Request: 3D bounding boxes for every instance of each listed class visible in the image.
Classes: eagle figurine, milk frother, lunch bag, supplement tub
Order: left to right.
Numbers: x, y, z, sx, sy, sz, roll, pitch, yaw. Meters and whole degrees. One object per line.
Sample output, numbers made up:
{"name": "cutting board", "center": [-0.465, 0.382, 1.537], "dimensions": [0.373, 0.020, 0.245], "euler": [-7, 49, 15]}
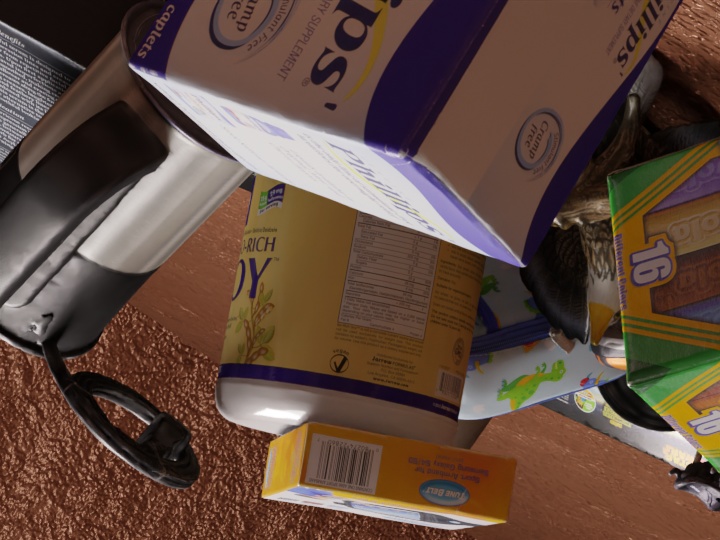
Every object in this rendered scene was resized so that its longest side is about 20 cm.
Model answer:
{"name": "milk frother", "center": [-0.117, -0.008, 1.497], "dimensions": [0.200, 0.188, 0.181], "euler": [39, -149, -13]}
{"name": "supplement tub", "center": [0.000, 0.000, 1.560], "dimensions": [0.145, 0.201, 0.145], "euler": [10, 172, 1]}
{"name": "lunch bag", "center": [0.077, 0.005, 1.702], "dimensions": [0.200, 0.160, 0.083], "euler": [-126, 29, -48]}
{"name": "eagle figurine", "center": [0.146, -0.028, 1.475], "dimensions": [0.152, 0.151, 0.200], "euler": [43, -175, 14]}

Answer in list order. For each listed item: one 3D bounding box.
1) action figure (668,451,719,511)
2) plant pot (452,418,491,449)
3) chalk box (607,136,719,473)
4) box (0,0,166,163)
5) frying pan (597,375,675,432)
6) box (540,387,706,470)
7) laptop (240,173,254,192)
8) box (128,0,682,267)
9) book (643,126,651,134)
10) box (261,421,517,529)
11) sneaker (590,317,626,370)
{"name": "action figure", "center": [0.229, 0.050, 1.716], "dimensions": [0.102, 0.201, 0.119], "euler": [-5, 157, -25]}
{"name": "plant pot", "center": [0.048, 0.050, 2.021], "dimensions": [0.199, 0.175, 0.200], "euler": [22, 175, 2]}
{"name": "chalk box", "center": [0.236, 0.001, 1.278], "dimensions": [0.199, 0.124, 0.124], "euler": [-18, 145, 26]}
{"name": "box", "center": [-0.160, -0.147, 1.652], "dimensions": [0.107, 0.149, 0.200], "euler": [29, 156, 12]}
{"name": "frying pan", "center": [0.183, 0.040, 1.819], "dimensions": [0.190, 0.115, 0.031], "euler": [26, 178, 29]}
{"name": "box", "center": [0.213, 0.076, 1.888], "dimensions": [0.200, 0.137, 0.040], "euler": [24, 126, 34]}
{"name": "laptop", "center": [-0.097, -0.133, 2.000], "dimensions": [0.187, 0.116, 0.200], "euler": [22, 148, -34]}
{"name": "box", "center": [0.027, -0.123, 1.211], "dimensions": [0.200, 0.184, 0.105], "euler": [20, 165, 45]}
{"name": "book", "center": [0.137, -0.071, 1.607], "dimensions": [0.200, 0.048, 0.133], "euler": [37, 175, -37]}
{"name": "box", "center": [0.011, 0.120, 1.525], "dimensions": [0.118, 0.042, 0.200], "euler": [10, 170, -7]}
{"name": "sneaker", "center": [0.236, 0.076, 1.596], "dimensions": [0.199, 0.113, 0.078], "euler": [1, -159, 1]}
